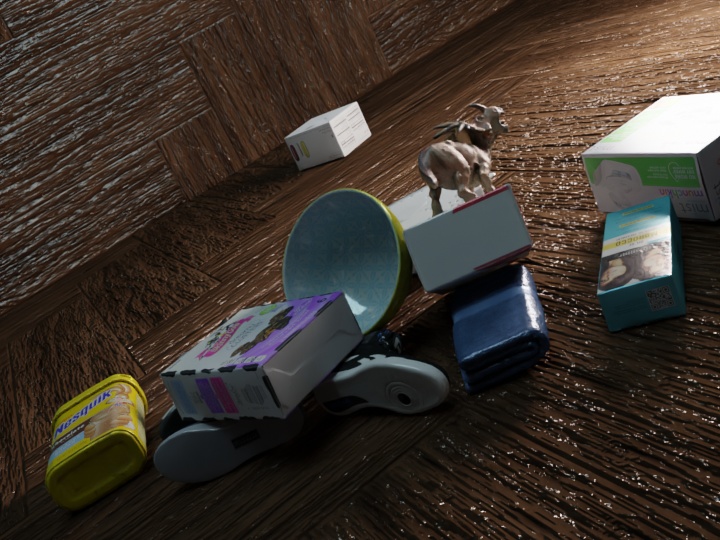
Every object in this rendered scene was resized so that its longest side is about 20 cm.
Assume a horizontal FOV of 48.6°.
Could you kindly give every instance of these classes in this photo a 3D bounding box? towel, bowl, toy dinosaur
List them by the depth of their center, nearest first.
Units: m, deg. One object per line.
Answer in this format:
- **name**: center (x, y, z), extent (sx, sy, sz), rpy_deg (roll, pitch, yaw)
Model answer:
- **towel**: center (0.162, 0.061, 0.939), extent (0.110, 0.049, 0.201), rpy_deg (-25, 18, 14)
- **toy dinosaur**: center (0.122, -0.145, 1.051), extent (0.198, 0.138, 0.085), rpy_deg (-17, -7, -46)
- **bowl**: center (0.000, 0.000, 1.081), extent (0.197, 0.205, 0.107), rpy_deg (-15, -16, 33)

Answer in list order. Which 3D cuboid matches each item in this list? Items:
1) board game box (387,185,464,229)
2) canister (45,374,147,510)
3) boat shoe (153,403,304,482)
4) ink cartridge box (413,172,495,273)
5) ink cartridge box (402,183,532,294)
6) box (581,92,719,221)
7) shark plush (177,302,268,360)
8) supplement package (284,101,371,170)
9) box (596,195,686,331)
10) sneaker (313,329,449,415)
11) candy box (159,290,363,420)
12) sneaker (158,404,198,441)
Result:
- **board game box**: center (0.077, -0.079, 1.230), extent (0.197, 0.026, 0.201), rpy_deg (-27, 16, 17)
- **canister**: center (-0.384, 0.247, 1.170), extent (0.147, 0.088, 0.200), rpy_deg (-31, 21, -8)
- **boat shoe**: center (-0.163, 0.201, 1.003), extent (0.197, 0.073, 0.066), rpy_deg (-26, 14, 4)
- **ink cartridge box**: center (0.136, -0.077, 1.298), extent (0.199, 0.068, 0.115), rpy_deg (-39, 21, -26)
- **ink cartridge box**: center (0.144, -0.034, 1.041), extent (0.143, 0.085, 0.200), rpy_deg (-24, -6, 9)
- **box**: center (0.426, -0.149, 1.041), extent (0.175, 0.098, 0.199), rpy_deg (-32, 20, -19)
- **shark plush**: center (-0.198, 0.114, 1.250), extent (0.199, 0.084, 0.090), rpy_deg (-40, 22, -31)
- **supplement package**: center (-0.099, -0.401, 2.391), extent (0.197, 0.112, 0.156), rpy_deg (-11, 24, 42)
- **box**: center (0.319, -0.013, 0.905), extent (0.081, 0.050, 0.201), rpy_deg (-18, 21, 28)
- **sneaker**: center (0.038, 0.109, 0.949), extent (0.198, 0.074, 0.112), rpy_deg (-12, 26, 42)
- **candy box**: center (-0.123, 0.107, 0.986), extent (0.197, 0.073, 0.168), rpy_deg (-11, 21, 41)
- **sneaker**: center (-0.209, 0.180, 1.120), extent (0.199, 0.077, 0.114), rpy_deg (-30, 16, -35)
